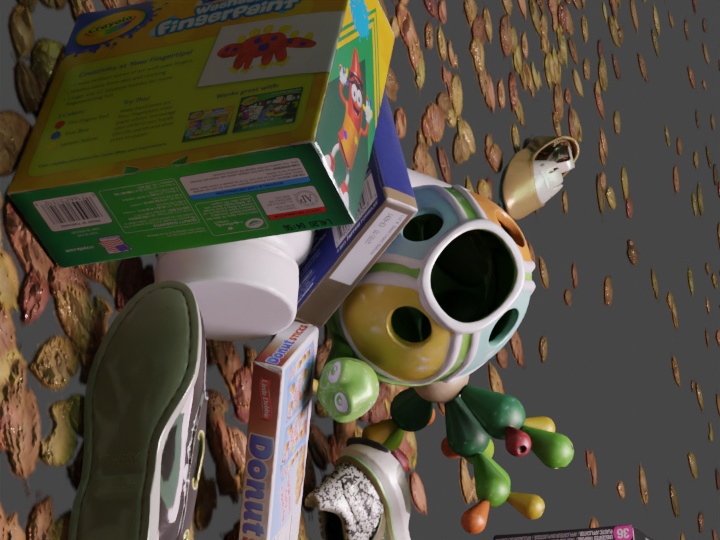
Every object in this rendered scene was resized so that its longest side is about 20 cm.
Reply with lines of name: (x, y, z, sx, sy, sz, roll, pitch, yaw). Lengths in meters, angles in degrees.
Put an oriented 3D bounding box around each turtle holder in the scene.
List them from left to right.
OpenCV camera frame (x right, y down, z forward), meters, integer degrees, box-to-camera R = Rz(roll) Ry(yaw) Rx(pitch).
turtle holder: (0.037, 0.015, 1.203, 0.132, 0.185, 0.141, -12, -85, 69)

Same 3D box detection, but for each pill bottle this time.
pill bottle: (-0.085, -0.062, 1.164, 0.113, 0.113, 0.200, 47, 39, -54)

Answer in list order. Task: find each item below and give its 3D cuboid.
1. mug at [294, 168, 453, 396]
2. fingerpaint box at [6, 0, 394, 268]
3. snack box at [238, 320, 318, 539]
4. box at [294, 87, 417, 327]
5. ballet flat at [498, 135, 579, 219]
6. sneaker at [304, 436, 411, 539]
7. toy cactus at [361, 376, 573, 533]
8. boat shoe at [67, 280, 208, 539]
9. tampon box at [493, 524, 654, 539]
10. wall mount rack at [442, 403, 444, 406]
mug: (0.007, -0.007, 1.341, 0.153, 0.149, 0.187, 30, 48, -53)
fingerpaint box: (-0.092, -0.095, 1.044, 0.073, 0.200, 0.167, 62, 28, -42)
snack box: (-0.058, 0.139, 1.178, 0.072, 0.024, 0.200, -48, 148, -62)
box: (-0.020, -0.073, 1.207, 0.032, 0.121, 0.200, 18, 38, -29)
ballet flat: (0.210, -0.116, 1.980, 0.200, 0.063, 0.069, -54, 131, -60)
sneaker: (-0.002, 0.234, 1.350, 0.089, 0.077, 0.200, -28, 112, -35)
toy cactus: (0.066, 0.115, 1.327, 0.102, 0.200, 0.165, -36, 114, -28)
boat shoe: (-0.130, 0.106, 1.052, 0.061, 0.072, 0.202, 53, 42, -57)
tampon box: (0.222, 0.366, 1.708, 0.126, 0.150, 0.201, 36, 49, -61)
wall mount rack: (0.070, 0.056, 1.508, 0.200, 0.074, 0.174, -7, 96, -82)
